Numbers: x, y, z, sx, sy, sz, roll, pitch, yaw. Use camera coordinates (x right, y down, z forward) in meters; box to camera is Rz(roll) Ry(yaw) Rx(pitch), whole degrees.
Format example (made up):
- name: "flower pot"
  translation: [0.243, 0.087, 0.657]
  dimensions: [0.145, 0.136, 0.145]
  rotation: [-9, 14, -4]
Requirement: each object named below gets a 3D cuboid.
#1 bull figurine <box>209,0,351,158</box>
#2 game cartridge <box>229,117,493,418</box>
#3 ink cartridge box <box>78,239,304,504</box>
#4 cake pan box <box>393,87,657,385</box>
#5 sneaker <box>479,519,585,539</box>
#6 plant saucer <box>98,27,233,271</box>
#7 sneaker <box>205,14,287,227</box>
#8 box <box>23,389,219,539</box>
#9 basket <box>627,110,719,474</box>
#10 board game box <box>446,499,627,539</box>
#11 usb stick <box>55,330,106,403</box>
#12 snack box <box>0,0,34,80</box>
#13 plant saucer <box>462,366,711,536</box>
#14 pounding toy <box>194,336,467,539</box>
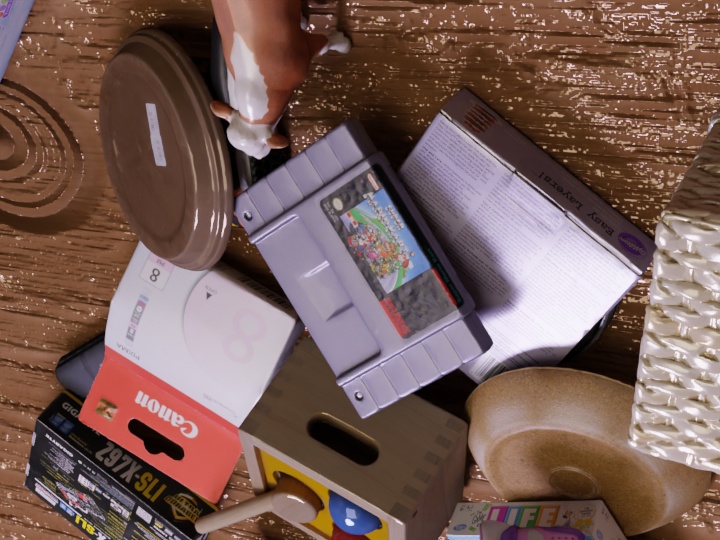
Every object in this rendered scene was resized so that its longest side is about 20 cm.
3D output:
- name: "bull figurine"
  translation: [-0.067, -0.182, 0.988]
  dimensions: [0.065, 0.121, 0.201]
  rotation: [6, 121, 29]
- name: "game cartridge"
  translation: [0.000, 0.000, 1.035]
  dimensions: [0.129, 0.038, 0.201]
  rotation: [-31, 91, 34]
- name: "ink cartridge box"
  translation: [-0.157, 0.087, 1.209]
  dimensions: [0.162, 0.057, 0.201]
  rotation: [29, 98, 13]
- name: "cake pan box"
  translation: [0.101, -0.009, 1.041]
  dimensions: [0.200, 0.052, 0.184]
  rotation: [39, 133, 5]
- name: "sneaker"
  translation: [0.160, 0.260, 1.059]
  dimensions: [0.088, 0.081, 0.200]
  rotation: [-15, 133, 16]
- name: "plant saucer"
  translation: [-0.163, -0.094, 1.107]
  dimensions: [0.200, 0.029, 0.201]
  rotation: [32, 130, 48]
- name: "sneaker"
  translation: [-0.113, -0.123, 1.087]
  dimensions: [0.090, 0.070, 0.201]
  rotation: [10, 125, 22]
- name: "box"
  translation: [-0.246, 0.229, 1.387]
  dimensions: [0.200, 0.049, 0.160]
  rotation: [36, 145, 8]
- name: "basket"
  translation: [0.291, 0.029, 0.875]
  dimensions: [0.199, 0.161, 0.199]
  rotation: [15, 124, 22]
- name: "board game box"
  translation: [0.175, 0.265, 1.139]
  dimensions: [0.134, 0.034, 0.200]
  rotation: [-7, 131, 35]
- name: "usb stick"
  translation: [-0.223, 0.077, 1.306]
  dimensions: [0.200, 0.033, 0.056]
  rotation: [-28, 101, 40]
- name: "snack box"
  translation: [-0.381, -0.258, 1.172]
  dimensions: [0.200, 0.068, 0.169]
  rotation: [39, 131, 3]
- name: "plant saucer"
  translation: [0.170, 0.153, 1.069]
  dimensions: [0.199, 0.036, 0.201]
  rotation: [15, 141, 13]
- name: "pounding toy"
  translation: [-0.032, 0.175, 1.149]
  dimensions: [0.199, 0.142, 0.184]
  rotation: [27, 153, 18]
